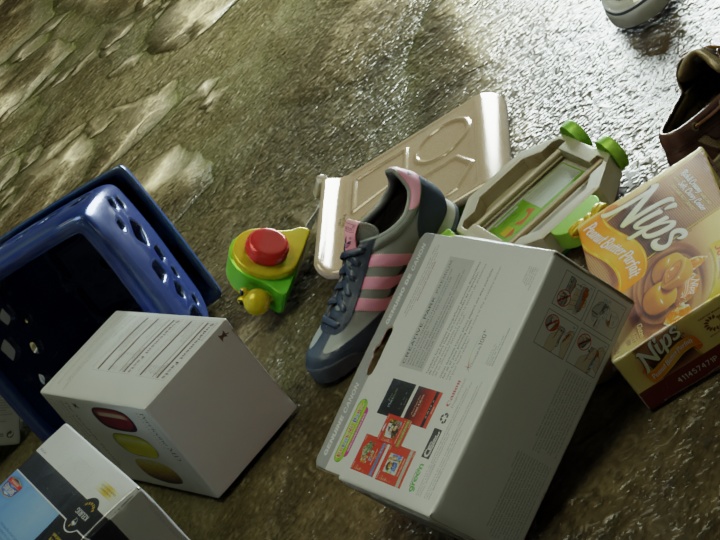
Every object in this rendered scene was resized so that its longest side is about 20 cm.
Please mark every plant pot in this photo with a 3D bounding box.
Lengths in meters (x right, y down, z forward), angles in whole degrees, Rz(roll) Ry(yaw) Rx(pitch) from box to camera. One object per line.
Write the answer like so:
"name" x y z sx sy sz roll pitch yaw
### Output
"plant pot" -0.261 0.025 1.930 0.200 0.200 0.180 -29 20 23

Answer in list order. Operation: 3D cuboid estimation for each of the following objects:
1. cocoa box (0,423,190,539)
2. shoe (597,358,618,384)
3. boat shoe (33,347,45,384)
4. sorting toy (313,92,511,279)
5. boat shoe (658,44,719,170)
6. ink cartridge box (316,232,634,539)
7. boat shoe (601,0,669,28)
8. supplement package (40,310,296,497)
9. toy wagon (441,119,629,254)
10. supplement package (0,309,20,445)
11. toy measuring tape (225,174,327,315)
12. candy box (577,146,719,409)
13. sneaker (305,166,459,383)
"cocoa box" -0.213 0.231 1.566 0.131 0.133 0.200 -44 25 -11
"shoe" 0.119 0.053 1.503 0.200 0.053 0.070 -6 40 51
"boat shoe" -0.286 0.040 2.083 0.062 0.072 0.200 -2 46 55
"sorting toy" 0.052 -0.076 1.856 0.200 0.037 0.185 -27 27 17
"boat shoe" 0.291 -0.153 1.594 0.072 0.072 0.200 -9 38 48
"ink cartridge box" 0.076 0.082 1.405 0.175 0.084 0.201 14 76 60
"boat shoe" 0.252 -0.300 1.908 0.071 0.070 0.200 -30 25 20
"supplement package" -0.170 0.113 1.736 0.110 0.114 0.200 -48 25 -24
"toy wagon" 0.155 -0.051 1.652 0.155 0.040 0.200 -42 25 -6
"supplement package" -0.447 0.076 2.035 0.151 0.201 0.150 -1 3 -33
"toy measuring tape" -0.085 -0.031 1.911 0.073 0.074 0.200 -22 31 33
"candy box" 0.229 0.002 1.433 0.115 0.055 0.200 -33 25 16
"sneaker" 0.000 0.000 1.713 0.070 0.082 0.200 14 66 54
